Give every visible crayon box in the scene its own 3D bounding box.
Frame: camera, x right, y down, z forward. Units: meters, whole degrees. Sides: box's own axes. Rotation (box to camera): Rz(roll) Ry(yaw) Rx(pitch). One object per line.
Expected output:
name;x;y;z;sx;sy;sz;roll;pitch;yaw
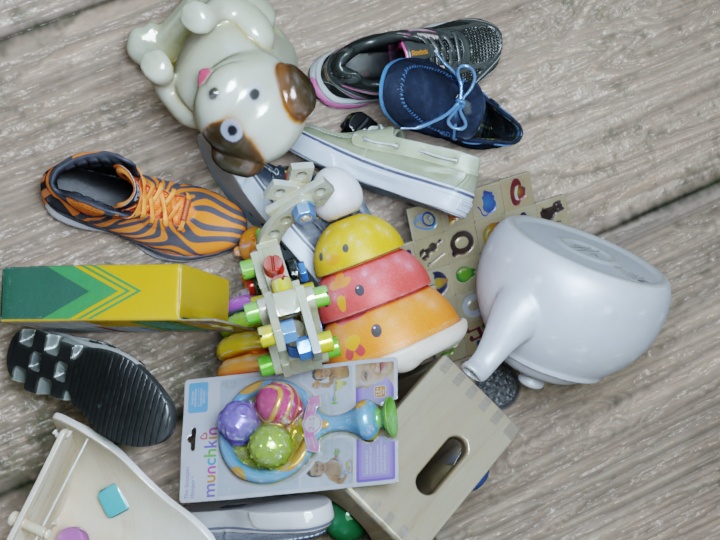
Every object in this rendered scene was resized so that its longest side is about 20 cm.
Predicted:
crayon box;-0.201;0.026;1.322;0.199;0.126;0.052;0;83;14

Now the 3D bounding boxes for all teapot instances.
teapot;0.191;0.045;1.413;0.199;0.197;0.146;17;106;-11

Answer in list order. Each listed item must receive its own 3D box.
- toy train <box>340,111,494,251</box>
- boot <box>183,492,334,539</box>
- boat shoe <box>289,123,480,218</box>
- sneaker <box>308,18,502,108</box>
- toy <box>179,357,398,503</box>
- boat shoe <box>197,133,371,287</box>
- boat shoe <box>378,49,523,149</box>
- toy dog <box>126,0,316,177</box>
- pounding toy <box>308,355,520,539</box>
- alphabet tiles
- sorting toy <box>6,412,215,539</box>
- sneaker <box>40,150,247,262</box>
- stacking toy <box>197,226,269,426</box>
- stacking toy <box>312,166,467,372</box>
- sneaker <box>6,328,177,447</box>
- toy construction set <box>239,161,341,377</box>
toy train;0.062;-0.088;1.478;0.200;0.046;0.034;41;76;-6
boot;-0.091;0.253;1.337;0.073;0.200;0.091;-11;90;-43
boat shoe;0.024;-0.107;1.423;0.200;0.072;0.062;21;88;19
sneaker;0.054;-0.205;1.469;0.199;0.086;0.081;-18;90;-15
toy;-0.067;0.132;1.284;0.199;0.047;0.115;-6;64;12
boat shoe;-0.066;-0.076;1.438;0.091;0.071;0.200;-42;101;-15
boat shoe;0.093;-0.163;1.427;0.200;0.069;0.084;4;96;-55
toy dog;-0.115;-0.168;1.361;0.139;0.200;0.194;-38;123;9
pounding toy;0.034;0.211;1.381;0.142;0.184;0.200;44;68;-5
alphabet tiles;0.121;-0.002;1.473;0.199;0.006;0.167;-17;109;-14
sorting toy;-0.225;0.258;1.306;0.180;0.107;0.200;22;78;17
sneaker;-0.197;-0.058;1.377;0.199;0.112;0.078;10;82;-14
stacking toy;-0.094;0.056;1.399;0.116;0.110;0.201;-7;76;8
stacking toy;0.000;0.000;1.380;0.146;0.146;0.200;-23;90;-15
sneaker;-0.219;0.099;1.325;0.088;0.200;0.074;9;102;-53
toy construction set;-0.065;0.008;1.301;0.092;0.131;0.200;-3;57;4
